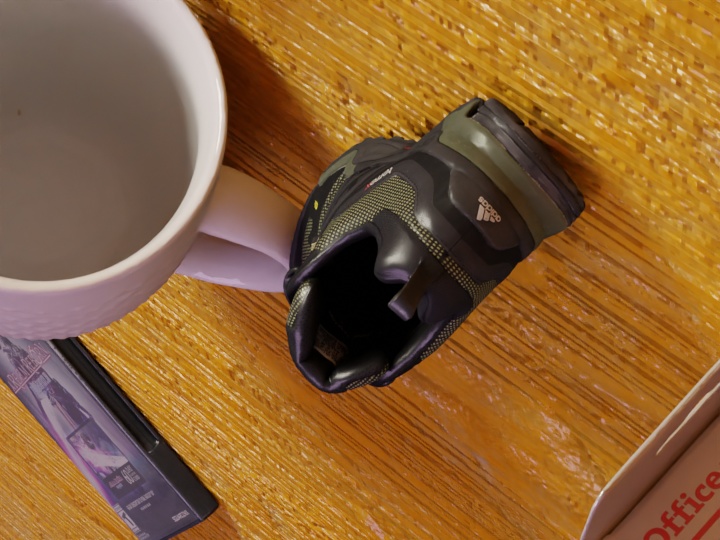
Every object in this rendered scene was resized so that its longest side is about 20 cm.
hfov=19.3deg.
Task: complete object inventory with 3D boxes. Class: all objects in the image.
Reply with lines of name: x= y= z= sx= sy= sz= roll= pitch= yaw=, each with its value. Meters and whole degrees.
mug: x=-0.112 y=-0.035 z=0.904 sx=0.198 sy=0.149 sz=0.175 roll=18 pitch=165 yaw=-4
hiking shoe: x=0.000 y=0.000 z=0.787 sx=0.076 sy=0.101 sz=0.200 roll=49 pitch=156 yaw=-2
video game case: x=-0.176 y=0.087 z=1.327 sx=0.200 sy=0.019 sz=0.143 roll=49 pitch=156 yaw=-2
ink cartridge box: x=0.124 y=0.104 z=0.710 sx=0.067 sy=0.117 sz=0.201 roll=37 pitch=155 yaw=21
